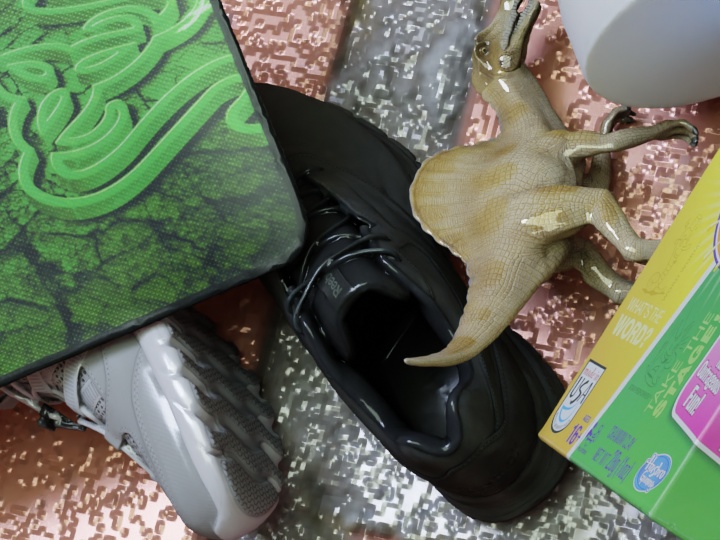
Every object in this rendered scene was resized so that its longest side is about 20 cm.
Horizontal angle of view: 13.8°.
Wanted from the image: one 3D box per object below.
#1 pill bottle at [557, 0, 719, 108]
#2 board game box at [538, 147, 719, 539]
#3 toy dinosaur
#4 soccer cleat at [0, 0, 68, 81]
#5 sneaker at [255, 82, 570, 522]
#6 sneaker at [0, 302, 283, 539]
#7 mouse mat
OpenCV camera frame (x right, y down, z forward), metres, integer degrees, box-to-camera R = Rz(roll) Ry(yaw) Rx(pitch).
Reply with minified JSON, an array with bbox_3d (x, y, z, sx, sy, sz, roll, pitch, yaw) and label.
[{"bbox_3d":[0.096,-0.167,1.081,0.114,0.114,0.201,-23,62,10],"label":"pill bottle"},{"bbox_3d":[0.141,-0.009,0.951,0.040,0.153,0.200,32,89,-11],"label":"board game box"},{"bbox_3d":[0.066,-0.014,1.060,0.101,0.058,0.201,9,45,3],"label":"toy dinosaur"},{"bbox_3d":[-0.170,-0.044,1.126,0.200,0.068,0.074,-27,68,30],"label":"soccer cleat"},{"bbox_3d":[0.000,0.000,1.076,0.076,0.091,0.200,-45,63,8],"label":"sneaker"},{"bbox_3d":[-0.099,0.035,1.115,0.082,0.075,0.200,-43,54,7],"label":"sneaker"},{"bbox_3d":[-0.132,-0.043,1.068,0.199,0.008,0.162,-23,87,13],"label":"mouse mat"}]
